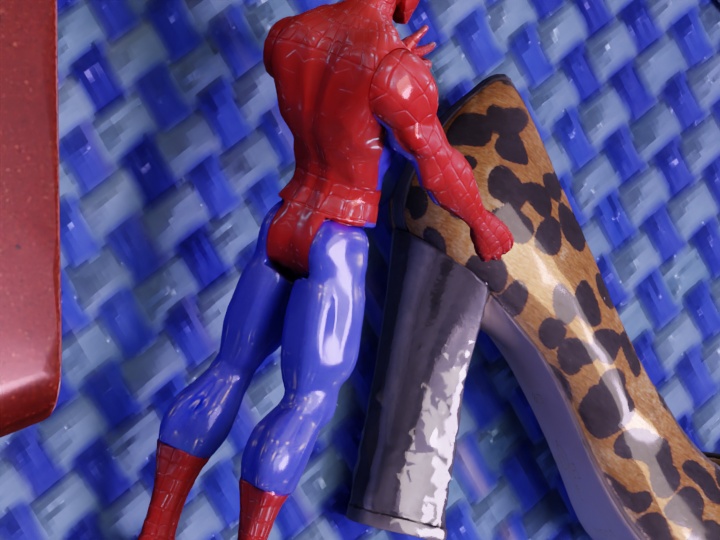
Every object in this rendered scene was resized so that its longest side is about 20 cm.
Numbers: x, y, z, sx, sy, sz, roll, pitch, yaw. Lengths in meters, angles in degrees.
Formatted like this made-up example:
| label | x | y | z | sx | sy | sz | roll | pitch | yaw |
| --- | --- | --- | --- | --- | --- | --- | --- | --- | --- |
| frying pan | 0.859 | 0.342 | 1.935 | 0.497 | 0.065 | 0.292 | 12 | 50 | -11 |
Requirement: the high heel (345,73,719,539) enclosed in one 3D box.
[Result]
| label | x | y | z | sx | sy | sz | roll | pitch | yaw |
| --- | --- | --- | --- | --- | --- | --- | --- | --- | --- |
| high heel | 0.096 | 0.024 | 0.910 | 0.199 | 0.071 | 0.143 | 11 | 89 | -26 |

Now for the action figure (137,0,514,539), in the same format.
| label | x | y | z | sx | sy | sz | roll | pitch | yaw |
| --- | --- | --- | --- | --- | --- | --- | --- | --- | --- |
| action figure | 0.000 | 0.000 | 0.831 | 0.099 | 0.065 | 0.201 | 2 | 107 | -53 |

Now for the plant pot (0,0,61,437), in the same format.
| label | x | y | z | sx | sy | sz | roll | pitch | yaw |
| --- | --- | --- | --- | --- | --- | --- | --- | --- | --- |
| plant pot | -0.165 | -0.035 | 0.628 | 0.176 | 0.200 | 0.201 | -1 | 90 | -20 |

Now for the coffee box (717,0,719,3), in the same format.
| label | x | y | z | sx | sy | sz | roll | pitch | yaw |
| --- | --- | --- | --- | --- | --- | --- | --- | --- | --- |
| coffee box | 0.239 | -0.150 | 0.938 | 0.198 | 0.199 | 0.200 | 47 | 65 | -25 |
